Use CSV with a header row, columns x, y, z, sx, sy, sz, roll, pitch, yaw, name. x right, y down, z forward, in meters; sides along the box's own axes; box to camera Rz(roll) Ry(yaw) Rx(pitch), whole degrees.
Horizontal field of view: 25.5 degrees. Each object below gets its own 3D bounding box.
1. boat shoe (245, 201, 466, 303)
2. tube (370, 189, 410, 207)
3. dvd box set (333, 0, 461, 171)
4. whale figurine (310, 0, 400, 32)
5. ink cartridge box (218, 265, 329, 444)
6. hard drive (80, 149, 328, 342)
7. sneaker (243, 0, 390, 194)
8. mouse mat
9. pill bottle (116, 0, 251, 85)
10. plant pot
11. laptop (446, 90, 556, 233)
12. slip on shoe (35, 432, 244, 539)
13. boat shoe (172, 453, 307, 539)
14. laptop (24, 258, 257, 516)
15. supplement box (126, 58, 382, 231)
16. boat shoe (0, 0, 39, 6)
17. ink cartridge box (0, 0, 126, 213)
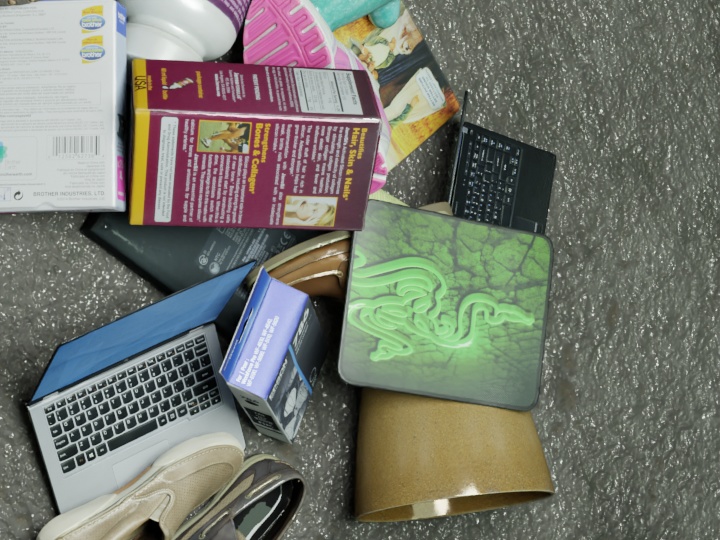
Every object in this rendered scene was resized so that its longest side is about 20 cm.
x,y,z,sx,sy,sz,roll,pitch,yaw,name
0.000,0.000,1.404,0.198,0.072,0.069,-19,80,-9,boat shoe
-0.014,-0.063,1.452,0.199,0.058,0.052,28,107,-35,tube
-0.006,-0.160,1.506,0.200,0.029,0.147,-41,111,-29,dvd box set
-0.006,-0.273,1.435,0.159,0.103,0.201,47,69,-37,whale figurine
-0.071,0.077,1.370,0.039,0.200,0.100,18,74,13,ink cartridge box
-0.133,-0.038,1.411,0.200,0.033,0.140,39,68,-28,hard drive
-0.036,-0.164,1.401,0.201,0.081,0.088,63,24,-22,sneaker
0.078,0.032,1.395,0.198,0.008,0.163,10,82,-21,mouse mat
-0.145,-0.252,1.364,0.112,0.112,0.202,30,71,-30,pill bottle
0.073,0.121,1.478,0.185,0.186,0.202,1,74,-34,plant pot
0.135,-0.059,1.556,0.199,0.103,0.179,16,80,-33,laptop
-0.174,0.206,1.338,0.199,0.061,0.077,-24,140,-31,slip on shoe
-0.118,0.243,1.386,0.075,0.073,0.201,45,65,-24,boat shoe
-0.166,0.108,1.314,0.186,0.115,0.202,-24,111,-31,laptop
-0.090,-0.102,1.307,0.198,0.086,0.111,1,127,-11,supplement box
-0.328,-0.257,1.238,0.198,0.076,0.073,8,72,-15,boat shoe
-0.250,-0.148,1.292,0.118,0.042,0.202,-1,90,8,ink cartridge box
